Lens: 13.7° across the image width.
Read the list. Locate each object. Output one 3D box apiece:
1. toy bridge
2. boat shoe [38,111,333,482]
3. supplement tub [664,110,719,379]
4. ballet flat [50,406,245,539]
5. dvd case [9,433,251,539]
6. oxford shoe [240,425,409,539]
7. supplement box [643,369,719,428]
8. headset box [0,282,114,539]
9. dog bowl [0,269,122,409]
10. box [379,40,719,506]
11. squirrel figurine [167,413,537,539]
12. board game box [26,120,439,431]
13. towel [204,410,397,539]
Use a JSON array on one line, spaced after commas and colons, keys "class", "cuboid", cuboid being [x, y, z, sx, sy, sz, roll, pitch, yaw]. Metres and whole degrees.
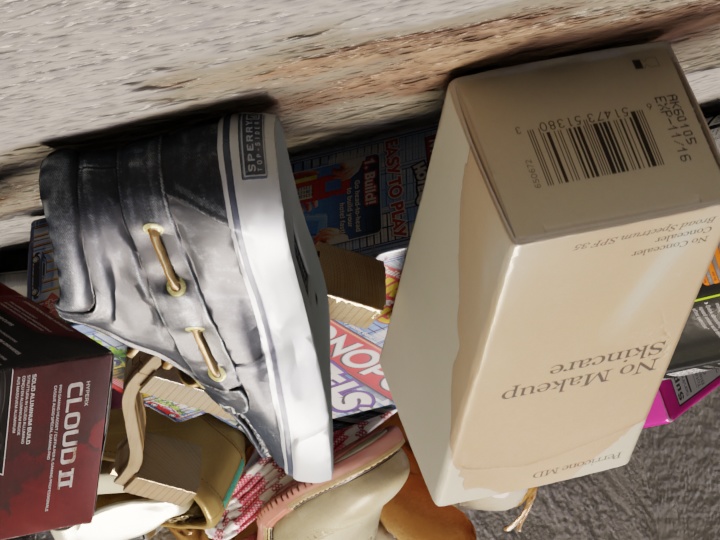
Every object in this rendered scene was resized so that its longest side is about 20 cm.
[{"class": "toy bridge", "cuboid": [-0.064, 0.045, 1.274, 0.067, 0.027, 0.200, 17, 144, -23]}, {"class": "boat shoe", "cuboid": [-0.062, 0.014, 1.142, 0.091, 0.071, 0.200, -6, 141, 5]}, {"class": "supplement tub", "cuboid": [0.194, -0.020, 1.441, 0.200, 0.123, 0.122, -14, 176, 36]}, {"class": "ballet flat", "cuboid": [-0.153, 0.098, 1.396, 0.200, 0.063, 0.069, -6, 137, 13]}, {"class": "dvd case", "cuboid": [-0.134, 0.099, 1.525, 0.148, 0.016, 0.200, -6, -164, 23]}, {"class": "oxford shoe", "cuboid": [-0.009, 0.134, 1.427, 0.071, 0.074, 0.200, -29, 167, -26]}, {"class": "supplement box", "cuboid": [0.157, 0.012, 1.632, 0.101, 0.104, 0.200, -14, -172, 38]}, {"class": "headset box", "cuboid": [-0.202, 0.048, 1.141, 0.200, 0.077, 0.149, -7, -155, -41]}, {"class": "dog bowl", "cuboid": [-0.158, 0.041, 1.499, 0.200, 0.074, 0.200, -7, 176, 0]}, {"class": "box", "cuboid": [0.072, 0.005, 1.179, 0.095, 0.078, 0.200, -12, 150, -14]}, {"class": "squirrel figurine", "cuboid": [-0.001, 0.110, 1.637, 0.187, 0.142, 0.200, -46, -130, -14]}, {"class": "board game box", "cuboid": [-0.005, 0.011, 1.308, 0.200, 0.062, 0.200, -21, 145, 31]}, {"class": "towel", "cuboid": [0.007, 0.052, 1.496, 0.200, 0.030, 0.146, -38, -178, 12]}]
